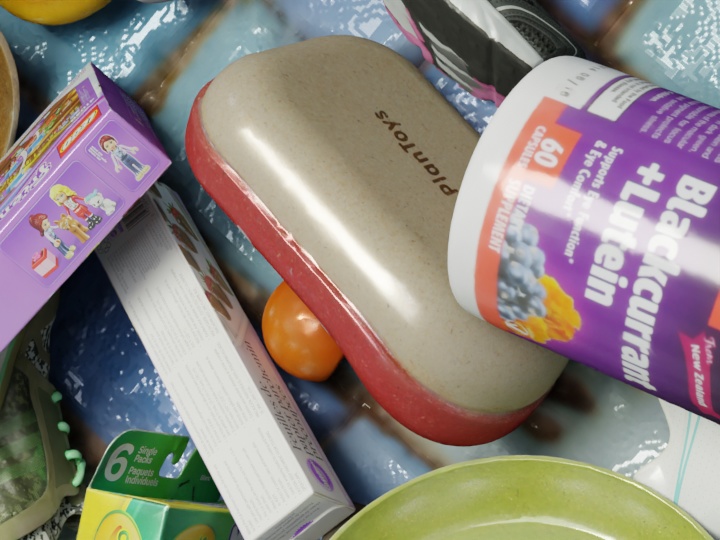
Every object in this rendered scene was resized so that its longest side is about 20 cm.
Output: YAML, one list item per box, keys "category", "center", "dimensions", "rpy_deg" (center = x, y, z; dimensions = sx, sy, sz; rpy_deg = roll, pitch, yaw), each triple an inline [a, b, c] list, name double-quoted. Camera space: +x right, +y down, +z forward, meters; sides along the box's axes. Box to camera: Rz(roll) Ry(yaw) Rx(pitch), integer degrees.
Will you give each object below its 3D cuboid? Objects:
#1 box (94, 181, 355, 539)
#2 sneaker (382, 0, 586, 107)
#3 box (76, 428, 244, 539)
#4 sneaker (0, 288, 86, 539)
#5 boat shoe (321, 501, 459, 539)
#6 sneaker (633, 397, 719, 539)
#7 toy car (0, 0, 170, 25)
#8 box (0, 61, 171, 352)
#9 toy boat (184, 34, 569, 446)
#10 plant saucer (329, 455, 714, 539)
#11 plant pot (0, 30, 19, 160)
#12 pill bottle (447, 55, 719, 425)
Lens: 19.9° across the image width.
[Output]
- category: "box"
  center: [-0.069, 0.039, 0.933]
  dimensions: [0.041, 0.039, 0.200]
  rpy_deg: [-40, 57, 12]
- category: "sneaker"
  center: [0.036, -0.163, 0.929]
  dimensions: [0.086, 0.080, 0.200]
  rpy_deg: [-41, 80, -10]
- category: "box"
  center: [-0.086, 0.173, 0.904]
  dimensions: [0.048, 0.117, 0.200]
  rpy_deg: [7, 85, 27]
- category: "sneaker"
  center: [-0.161, 0.094, 0.978]
  dimensions: [0.077, 0.089, 0.200]
  rpy_deg: [-21, 51, 54]
- category: "boat shoe"
  center: [-0.004, 0.204, 0.894]
  dimensions: [0.068, 0.072, 0.200]
  rpy_deg: [15, 88, 22]
- category: "sneaker"
  center: [0.157, 0.017, 0.863]
  dimensions: [0.080, 0.070, 0.201]
  rpy_deg: [6, 85, 23]
- category: "toy car"
  center: [-0.151, -0.222, 0.963]
  dimensions: [0.175, 0.150, 0.200]
  rpy_deg: [8, 86, 21]
- category: "box"
  center: [-0.172, -0.001, 0.944]
  dimensions: [0.039, 0.137, 0.200]
  rpy_deg: [41, 94, -18]
- category: "toy boat"
  center: [0.000, 0.000, 0.910]
  dimensions: [0.200, 0.130, 0.131]
  rpy_deg: [49, 130, 19]
- category: "plant saucer"
  center: [0.064, 0.169, 0.830]
  dimensions: [0.200, 0.031, 0.200]
  rpy_deg: [-4, 56, 6]
- category: "plant pot"
  center: [-0.297, -0.104, 1.002]
  dimensions: [0.200, 0.186, 0.187]
  rpy_deg: [41, 98, 34]
- category: "pill bottle"
  center: [0.143, 0.001, 0.773]
  dimensions: [0.200, 0.111, 0.112]
  rpy_deg: [23, 91, 25]
